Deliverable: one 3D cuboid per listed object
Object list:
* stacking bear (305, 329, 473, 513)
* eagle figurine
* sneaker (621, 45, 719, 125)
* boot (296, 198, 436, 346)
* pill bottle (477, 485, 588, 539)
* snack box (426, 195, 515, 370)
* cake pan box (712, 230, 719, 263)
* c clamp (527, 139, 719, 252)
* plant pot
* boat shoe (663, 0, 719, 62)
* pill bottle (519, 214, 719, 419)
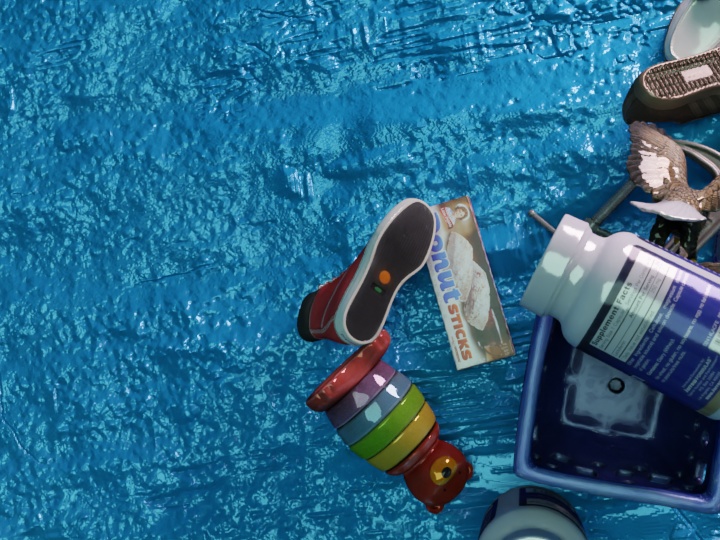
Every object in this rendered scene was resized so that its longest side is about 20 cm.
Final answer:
[{"bbox_3d":[0.044,0.187,0.916,0.200,0.114,0.121,47,68,2],"label":"stacking bear"},{"bbox_3d":[0.334,-0.076,0.791,0.152,0.151,0.200,29,75,-11],"label":"eagle figurine"},{"bbox_3d":[0.394,-0.209,0.908,0.200,0.076,0.071,-7,72,-11],"label":"sneaker"},{"bbox_3d":[0.000,0.000,0.953,0.072,0.144,0.200,42,67,-22],"label":"boot"},{"bbox_3d":[0.181,0.301,0.827,0.120,0.200,0.120,-1,84,12],"label":"pill bottle"},{"bbox_3d":[0.124,0.015,0.957,0.072,0.024,0.200,-17,81,12],"label":"snack box"},{"bbox_3d":[0.497,-0.063,0.875,0.184,0.052,0.200,6,86,15],"label":"cake pan box"},{"bbox_3d":[0.318,-0.076,0.899,0.200,0.027,0.171,-42,63,9],"label":"c clamp"},{"bbox_3d":[0.274,0.128,0.836,0.200,0.180,0.200,9,85,12],"label":"plant pot"},{"bbox_3d":[0.417,-0.320,0.907,0.075,0.068,0.200,33,92,13],"label":"boat shoe"},{"bbox_3d":[0.250,0.035,0.699,0.200,0.116,0.116,29,91,13],"label":"pill bottle"}]
